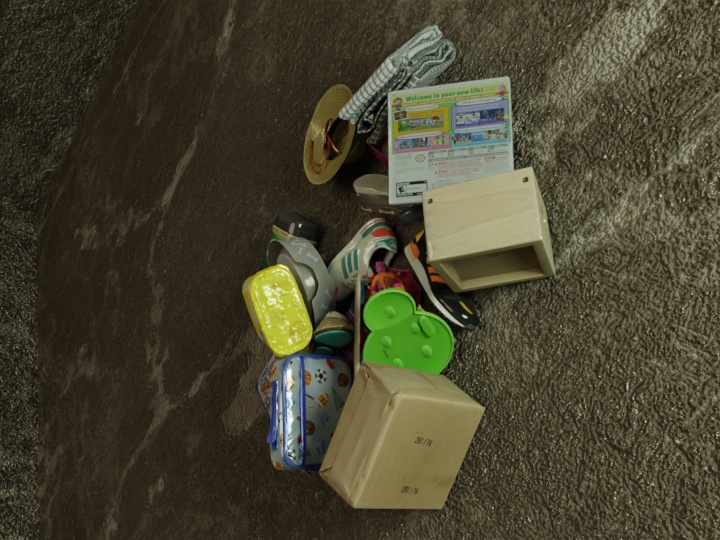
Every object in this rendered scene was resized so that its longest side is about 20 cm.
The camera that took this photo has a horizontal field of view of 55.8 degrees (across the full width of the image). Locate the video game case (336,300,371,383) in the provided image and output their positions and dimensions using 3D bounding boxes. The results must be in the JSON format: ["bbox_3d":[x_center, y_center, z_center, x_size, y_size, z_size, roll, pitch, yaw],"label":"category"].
[{"bbox_3d":[0.003,0.188,1.239,0.200,0.035,0.185,45,115,47],"label":"video game case"}]

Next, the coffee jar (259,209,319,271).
[{"bbox_3d":[-0.159,-0.021,1.460,0.103,0.084,0.206,28,102,45],"label":"coffee jar"}]

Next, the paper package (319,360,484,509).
[{"bbox_3d":[0.062,0.251,1.019,0.103,0.196,0.195,33,104,48],"label":"paper package"}]

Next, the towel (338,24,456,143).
[{"bbox_3d":[0.072,-0.326,1.193,0.165,0.086,0.201,-39,8,43],"label":"towel"}]

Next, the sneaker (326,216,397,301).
[{"bbox_3d":[0.001,0.000,1.269,0.201,0.069,0.095,-51,40,25],"label":"sneaker"}]

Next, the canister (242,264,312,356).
[{"bbox_3d":[-0.160,0.071,1.260,0.153,0.085,0.200,69,165,-4],"label":"canister"}]

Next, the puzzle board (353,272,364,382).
[{"bbox_3d":[-0.003,0.125,1.160,0.151,0.017,0.207,93,178,-73],"label":"puzzle board"}]

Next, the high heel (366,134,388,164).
[{"bbox_3d":[0.096,-0.198,1.189,0.198,0.094,0.070,16,91,51],"label":"high heel"}]

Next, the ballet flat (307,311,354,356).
[{"bbox_3d":[-0.056,0.111,1.214,0.200,0.068,0.067,129,153,-60],"label":"ballet flat"}]

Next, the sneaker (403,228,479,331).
[{"bbox_3d":[0.144,0.002,1.096,0.090,0.069,0.202,-49,48,21],"label":"sneaker"}]

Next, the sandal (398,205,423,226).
[{"bbox_3d":[0.153,-0.125,1.109,0.197,0.076,0.043,-33,95,21],"label":"sandal"}]

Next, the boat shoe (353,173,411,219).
[{"bbox_3d":[0.070,-0.125,1.230,0.196,0.072,0.061,17,133,39],"label":"boat shoe"}]

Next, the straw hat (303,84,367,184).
[{"bbox_3d":[-0.033,-0.264,1.377,0.199,0.083,0.208,-22,64,52],"label":"straw hat"}]

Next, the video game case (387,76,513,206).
[{"bbox_3d":[0.138,-0.198,1.058,0.194,0.022,0.189,-3,80,16],"label":"video game case"}]

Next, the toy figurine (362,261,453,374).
[{"bbox_3d":[0.053,0.056,1.117,0.147,0.203,0.186,-25,35,7],"label":"toy figurine"}]

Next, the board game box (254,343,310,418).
[{"bbox_3d":[-0.143,0.211,1.414,0.203,0.034,0.136,-60,41,19],"label":"board game box"}]

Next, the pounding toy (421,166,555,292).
[{"bbox_3d":[0.177,-0.061,0.984,0.179,0.200,0.147,-10,69,20],"label":"pounding toy"}]

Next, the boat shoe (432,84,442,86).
[{"bbox_3d":[0.129,-0.249,1.147,0.069,0.067,0.206,-2,55,17],"label":"boat shoe"}]

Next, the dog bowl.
[{"bbox_3d":[-0.114,0.029,1.330,0.200,0.057,0.205,45,146,41],"label":"dog bowl"}]

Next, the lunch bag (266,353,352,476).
[{"bbox_3d":[-0.087,0.250,1.180,0.075,0.157,0.207,-21,66,48],"label":"lunch bag"}]
